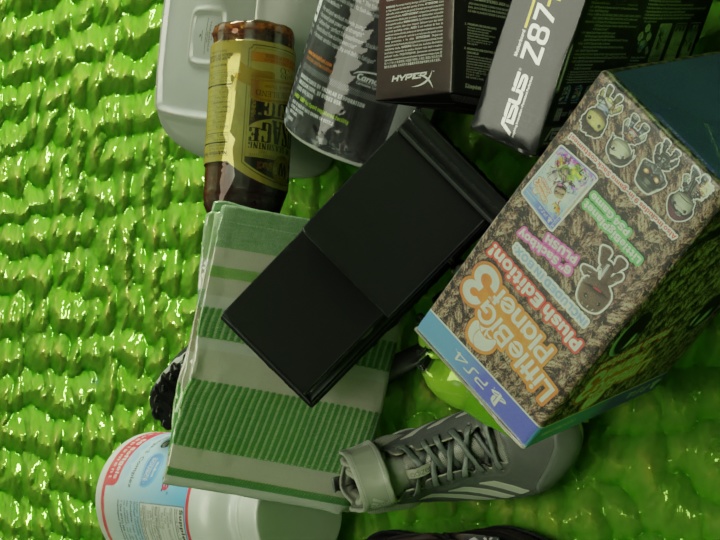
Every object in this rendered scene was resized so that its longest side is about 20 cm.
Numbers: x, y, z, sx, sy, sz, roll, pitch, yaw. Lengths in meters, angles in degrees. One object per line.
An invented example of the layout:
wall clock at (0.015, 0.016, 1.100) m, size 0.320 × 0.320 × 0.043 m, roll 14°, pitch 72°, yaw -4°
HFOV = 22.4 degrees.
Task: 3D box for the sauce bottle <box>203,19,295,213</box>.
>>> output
sauce bottle at (-0.081, -0.078, 1.310) m, size 0.066 × 0.066 × 0.202 m, roll -4°, pitch 83°, yaw 50°

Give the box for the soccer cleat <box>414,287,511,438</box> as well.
soccer cleat at (0.079, 0.051, 1.161) m, size 0.068 × 0.081 × 0.200 m, roll -46°, pitch 8°, yaw 16°

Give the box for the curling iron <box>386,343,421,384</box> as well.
curling iron at (-0.015, 0.082, 1.345) m, size 0.199 × 0.025 × 0.050 m, roll -22°, pitch 73°, yaw 47°

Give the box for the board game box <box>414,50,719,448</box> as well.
board game box at (0.154, -0.015, 1.035) m, size 0.097 × 0.159 × 0.200 m, roll 48°, pitch 124°, yaw 20°

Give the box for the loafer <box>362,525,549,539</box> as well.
loafer at (0.052, 0.209, 1.227) m, size 0.199 × 0.063 × 0.072 m, roll -7°, pitch 82°, yaw 49°

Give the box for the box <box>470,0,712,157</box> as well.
box at (0.147, -0.151, 1.037) m, size 0.049 × 0.200 × 0.162 m, roll 28°, pitch 110°, yaw 25°

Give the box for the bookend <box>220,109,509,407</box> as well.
bookend at (0.000, 0.000, 1.146) m, size 0.092 × 0.200 × 0.199 m, roll 44°, pitch 94°, yaw -1°

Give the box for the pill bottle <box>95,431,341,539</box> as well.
pill bottle at (-0.108, 0.180, 1.384) m, size 0.199 × 0.108 × 0.110 m, roll -4°, pitch 84°, yaw 49°

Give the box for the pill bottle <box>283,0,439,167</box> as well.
pill bottle at (0.023, -0.178, 1.258) m, size 0.106 × 0.106 × 0.201 m, roll 37°, pitch 115°, yaw 45°

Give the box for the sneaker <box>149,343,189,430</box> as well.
sneaker at (-0.080, 0.051, 1.381) m, size 0.066 × 0.091 × 0.200 m, roll 45°, pitch 117°, yaw -6°

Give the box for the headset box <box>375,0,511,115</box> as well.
headset box at (0.089, -0.201, 1.149) m, size 0.075 × 0.148 × 0.202 m, roll 0°, pitch 88°, yaw 49°

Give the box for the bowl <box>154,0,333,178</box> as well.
bowl at (-0.093, -0.177, 1.423) m, size 0.199 × 0.074 × 0.202 m, roll 14°, pitch 99°, yaw 50°

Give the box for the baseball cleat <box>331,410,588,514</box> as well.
baseball cleat at (0.057, 0.130, 1.195) m, size 0.200 × 0.106 × 0.070 m, roll -27°, pitch 79°, yaw 50°

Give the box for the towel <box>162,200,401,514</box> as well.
towel at (-0.052, 0.063, 1.277) m, size 0.023 × 0.151 × 0.202 m, roll -173°, pitch 94°, yaw -77°
